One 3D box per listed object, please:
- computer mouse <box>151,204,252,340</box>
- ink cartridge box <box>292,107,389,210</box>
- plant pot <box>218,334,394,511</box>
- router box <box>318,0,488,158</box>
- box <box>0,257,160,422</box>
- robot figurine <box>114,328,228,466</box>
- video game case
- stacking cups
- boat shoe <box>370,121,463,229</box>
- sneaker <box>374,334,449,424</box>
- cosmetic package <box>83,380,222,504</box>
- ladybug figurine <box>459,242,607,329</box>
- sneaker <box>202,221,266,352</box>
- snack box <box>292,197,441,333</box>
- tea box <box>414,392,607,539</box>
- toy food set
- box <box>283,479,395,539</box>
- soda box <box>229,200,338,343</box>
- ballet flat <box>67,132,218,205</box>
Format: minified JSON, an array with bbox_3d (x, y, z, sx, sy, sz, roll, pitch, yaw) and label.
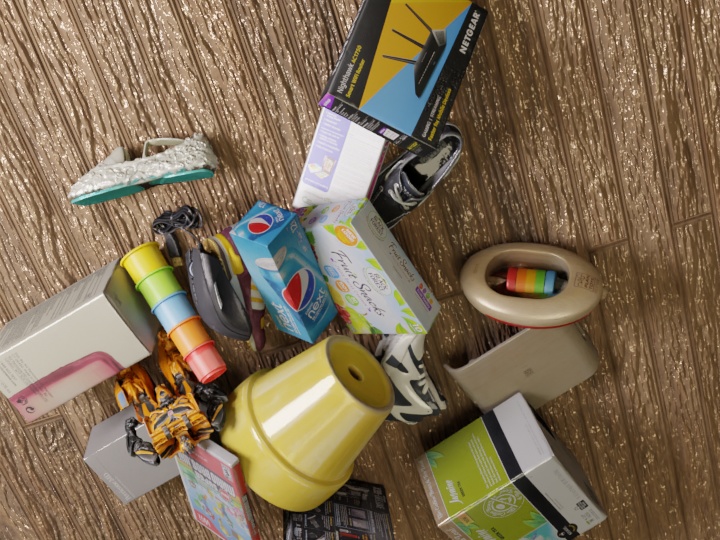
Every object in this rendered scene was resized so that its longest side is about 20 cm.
[{"bbox_3d":[-0.221,0.011,1.168,0.046,0.140,0.201,-32,111,-29],"label":"computer mouse"},{"bbox_3d":[-0.016,-0.159,1.152,0.094,0.037,0.201,24,113,13],"label":"ink cartridge box"},{"bbox_3d":[-0.061,0.194,1.206,0.201,0.201,0.189,39,114,-17],"label":"plant pot"},{"bbox_3d":[0.054,-0.260,1.073,0.149,0.051,0.201,25,75,-13],"label":"router box"},{"bbox_3d":[-0.386,0.093,1.194,0.199,0.128,0.109,-29,112,8],"label":"box"},{"bbox_3d":[-0.264,0.170,1.185,0.145,0.200,0.058,-29,132,-11],"label":"robot figurine"},{"bbox_3d":[-0.201,0.304,1.214,0.017,0.143,0.201,-37,133,-35],"label":"video game case"},{"bbox_3d":[-0.245,0.058,1.180,0.060,0.060,0.200,-36,82,10],"label":"stacking cups"},{"bbox_3d":[0.062,-0.113,1.175,0.200,0.068,0.072,-43,109,13],"label":"boat shoe"},{"bbox_3d":[0.085,0.147,1.277,0.129,0.080,0.200,22,109,-14],"label":"sneaker"},{"bbox_3d":[-0.289,0.240,1.284,0.200,0.090,0.107,-33,115,6],"label":"cosmetic package"},{"bbox_3d":[0.236,0.027,1.212,0.199,0.136,0.072,9,142,19],"label":"ladybug figurine"},{"bbox_3d":[-0.146,0.024,1.213,0.090,0.075,0.201,-29,131,-22],"label":"sneaker"},{"bbox_3d":[0.000,0.000,1.170,0.142,0.053,0.200,-5,131,44],"label":"snack box"},{"bbox_3d":[0.222,0.325,1.307,0.196,0.134,0.200,-35,126,11],"label":"tea box"},{"bbox_3d":[0.240,0.133,1.302,0.200,0.060,0.144,-33,122,10],"label":"toy food set"},{"bbox_3d":[-0.034,0.375,1.296,0.157,0.200,0.050,13,106,-10],"label":"box"},{"bbox_3d":[-0.097,0.005,1.158,0.064,0.068,0.200,-52,143,-26],"label":"soda box"},{"bbox_3d":[-0.285,-0.135,1.152,0.199,0.072,0.072,-13,112,-1],"label":"ballet flat"}]
